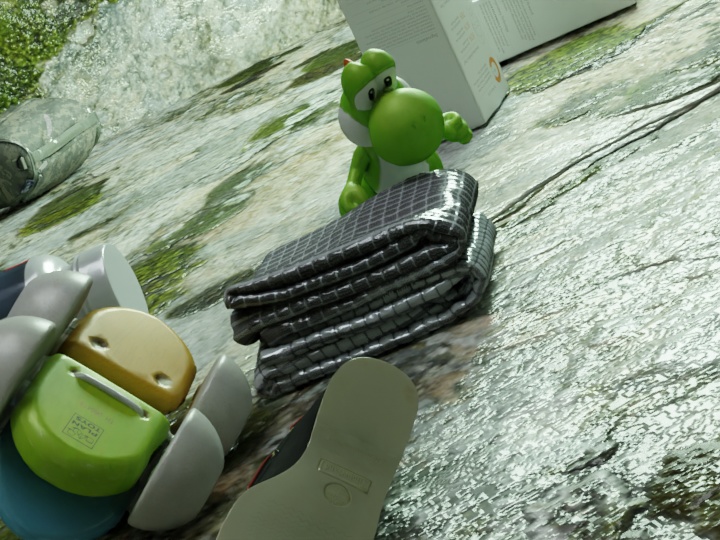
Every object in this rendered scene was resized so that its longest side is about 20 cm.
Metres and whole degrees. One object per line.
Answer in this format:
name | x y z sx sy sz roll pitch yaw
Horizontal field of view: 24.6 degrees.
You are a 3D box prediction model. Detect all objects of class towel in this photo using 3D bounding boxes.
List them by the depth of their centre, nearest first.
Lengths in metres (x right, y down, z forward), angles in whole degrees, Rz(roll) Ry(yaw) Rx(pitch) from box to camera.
towel | 0.000 0.000 1.247 0.199 0.086 0.166 -23 14 12

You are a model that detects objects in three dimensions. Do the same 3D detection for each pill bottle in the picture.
pill bottle | -0.298 0.054 1.490 0.199 0.120 0.120 -23 15 8

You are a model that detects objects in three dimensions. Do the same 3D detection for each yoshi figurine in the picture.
yoshi figurine | 0.034 -0.090 1.344 0.112 0.200 0.113 7 58 19

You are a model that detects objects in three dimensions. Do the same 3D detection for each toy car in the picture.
toy car | -0.180 0.108 1.093 0.150 0.175 0.200 -57 4 21

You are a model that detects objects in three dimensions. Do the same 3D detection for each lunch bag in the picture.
lunch bag | -0.533 -0.195 2.682 0.167 0.140 0.200 -15 19 38

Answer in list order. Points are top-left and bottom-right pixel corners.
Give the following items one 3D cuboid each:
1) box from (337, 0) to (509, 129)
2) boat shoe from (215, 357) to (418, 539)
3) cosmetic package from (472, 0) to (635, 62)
box | 0.066 -0.247 1.751 0.097 0.201 0.124 -19 16 24
boat shoe | -0.028 0.133 0.898 0.202 0.074 0.063 -57 -3 -46
cosmetic package | 0.222 -0.323 1.978 0.199 0.085 0.108 -24 12 11
